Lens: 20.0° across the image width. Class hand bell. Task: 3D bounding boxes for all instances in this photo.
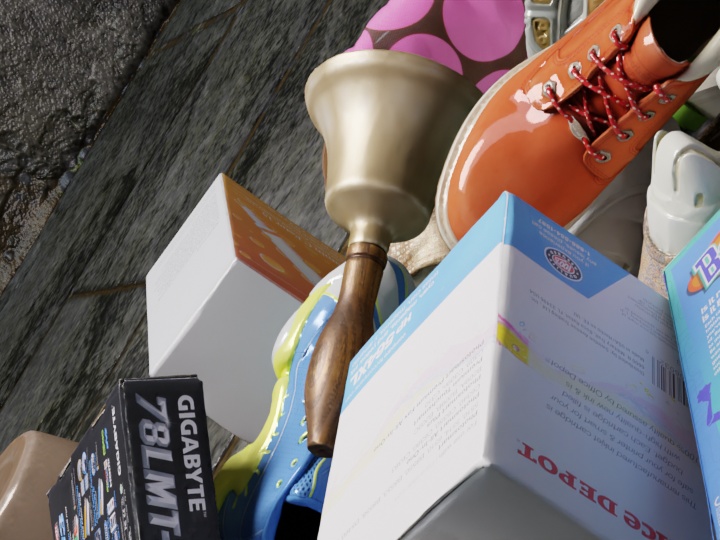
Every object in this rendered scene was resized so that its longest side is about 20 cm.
[{"bbox_3d":[0.000,0.000,1.029,0.104,0.103,0.202,-34,36,54],"label":"hand bell"}]

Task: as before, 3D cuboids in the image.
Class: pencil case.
[{"bbox_3d":[0.080,-0.149,1.149,0.200,0.094,0.091,-48,-19,-3],"label":"pencil case"}]

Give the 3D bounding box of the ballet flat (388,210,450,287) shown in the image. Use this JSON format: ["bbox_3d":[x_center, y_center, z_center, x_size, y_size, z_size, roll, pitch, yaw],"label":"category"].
[{"bbox_3d":[0.013,0.042,1.208,0.201,0.070,0.066,-61,41,32],"label":"ballet flat"}]

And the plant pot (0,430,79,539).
[{"bbox_3d":[-0.160,0.188,1.248,0.201,0.174,0.201,-51,15,20],"label":"plant pot"}]

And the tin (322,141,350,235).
[{"bbox_3d":[0.058,-0.090,1.255,0.200,0.111,0.042,-50,26,27],"label":"tin"}]

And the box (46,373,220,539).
[{"bbox_3d":[-0.115,0.180,1.061,0.199,0.049,0.202,126,138,-61],"label":"box"}]

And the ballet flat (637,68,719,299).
[{"bbox_3d":[0.171,-0.059,0.910,0.201,0.067,0.068,-55,35,11],"label":"ballet flat"}]

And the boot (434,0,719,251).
[{"bbox_3d":[0.110,-0.082,0.945,0.200,0.075,0.107,-47,2,3],"label":"boot"}]

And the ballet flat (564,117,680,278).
[{"bbox_3d":[0.101,0.009,1.012,0.200,0.070,0.069,-44,15,-3],"label":"ballet flat"}]

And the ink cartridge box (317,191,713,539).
[{"bbox_3d":[0.066,0.095,0.829,0.125,0.128,0.201,-47,18,33],"label":"ink cartridge box"}]

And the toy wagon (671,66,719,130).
[{"bbox_3d":[0.212,-0.162,1.060,0.155,0.039,0.201,-48,17,28],"label":"toy wagon"}]

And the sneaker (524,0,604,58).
[{"bbox_3d":[0.121,-0.083,1.097,0.088,0.075,0.202,-22,-54,-68],"label":"sneaker"}]

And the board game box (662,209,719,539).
[{"bbox_3d":[0.189,0.008,0.784,0.152,0.045,0.201,-50,17,25],"label":"board game box"}]

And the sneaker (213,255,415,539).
[{"bbox_3d":[-0.012,0.087,1.050,0.201,0.075,0.105,-64,25,-6],"label":"sneaker"}]

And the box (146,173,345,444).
[{"bbox_3d":[-0.067,0.031,1.364,0.098,0.124,0.200,-53,17,11],"label":"box"}]
